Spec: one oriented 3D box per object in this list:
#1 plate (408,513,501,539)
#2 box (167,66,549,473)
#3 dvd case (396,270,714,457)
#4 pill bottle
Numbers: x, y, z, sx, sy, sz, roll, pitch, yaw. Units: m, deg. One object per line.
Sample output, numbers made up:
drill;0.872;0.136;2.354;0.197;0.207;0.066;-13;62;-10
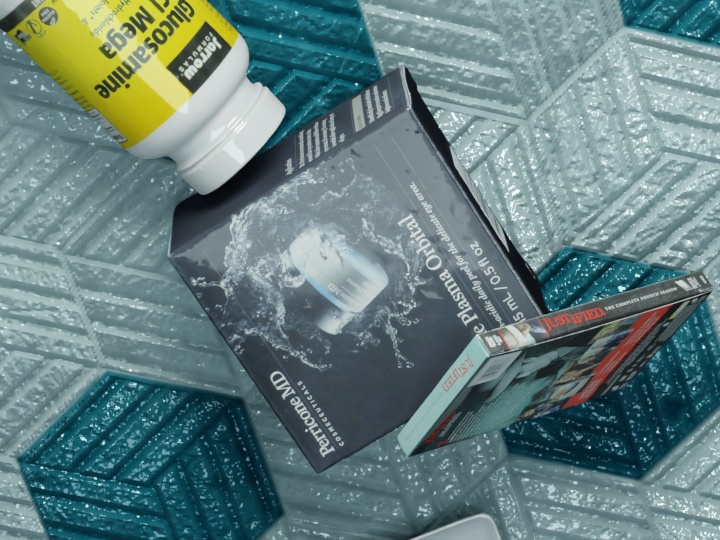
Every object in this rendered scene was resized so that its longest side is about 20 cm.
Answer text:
plate;0.036;0.295;1.757;0.199;0.032;0.201;-20;108;3
box;0.000;0.000;1.615;0.200;0.117;0.197;-31;107;9
dvd case;0.135;0.065;1.599;0.200;0.022;0.146;-16;156;-32
pill bottle;-0.149;-0.150;1.560;0.112;0.112;0.200;-43;105;11
